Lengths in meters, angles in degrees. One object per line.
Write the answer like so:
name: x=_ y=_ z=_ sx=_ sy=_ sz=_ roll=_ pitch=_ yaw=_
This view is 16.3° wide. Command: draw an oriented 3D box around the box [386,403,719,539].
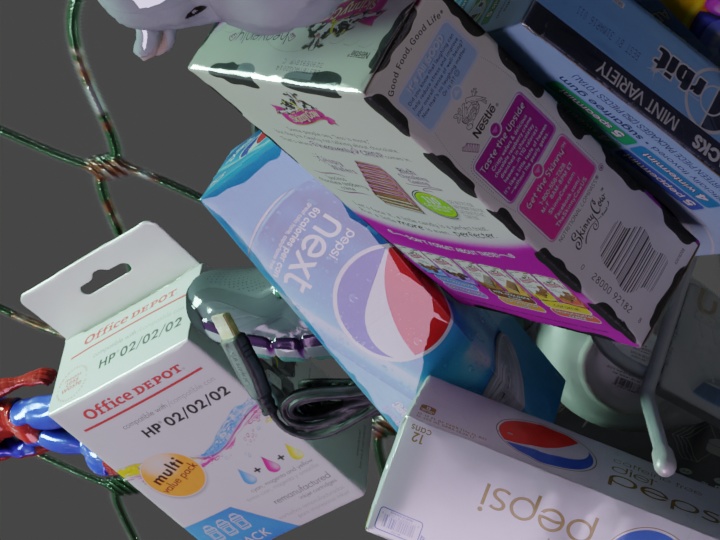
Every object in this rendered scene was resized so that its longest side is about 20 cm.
box: x=0.125 y=0.152 z=1.337 sx=0.199 sy=0.197 sz=0.118 roll=15 pitch=113 yaw=11

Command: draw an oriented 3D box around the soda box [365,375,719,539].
soda box: x=0.108 y=0.121 z=1.182 sx=0.199 sy=0.068 sz=0.064 roll=22 pitch=108 yaw=4

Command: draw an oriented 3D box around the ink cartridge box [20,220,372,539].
ink cartridge box: x=-0.100 y=0.074 z=1.471 sx=0.115 sy=0.068 sz=0.200 roll=-29 pitch=124 yaw=29

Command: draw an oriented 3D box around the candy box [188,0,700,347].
candy box: x=0.038 y=-0.051 z=1.110 sx=0.200 sy=0.061 sz=0.136 roll=40 pitch=164 yaw=-35

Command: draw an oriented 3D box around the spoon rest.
spoon rest: x=0.187 y=0.060 z=1.318 sx=0.199 sy=0.061 sz=0.100 roll=25 pitch=114 yaw=2

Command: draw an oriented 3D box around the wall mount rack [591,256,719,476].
wall mount rack: x=0.200 y=0.065 z=1.217 sx=0.199 sy=0.174 sz=0.075 roll=28 pitch=146 yaw=-9

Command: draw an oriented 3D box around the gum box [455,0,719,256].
gum box: x=0.097 y=-0.069 z=1.151 sx=0.170 sy=0.045 sz=0.200 roll=35 pitch=163 yaw=-20

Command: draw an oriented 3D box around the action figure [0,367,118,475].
action figure: x=-0.203 y=0.096 z=1.602 sx=0.199 sy=0.052 sz=0.066 roll=3 pitch=137 yaw=34

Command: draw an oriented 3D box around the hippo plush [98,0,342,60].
hippo plush: x=-0.061 y=-0.183 z=1.026 sx=0.199 sy=0.161 sz=0.160 roll=10 pitch=145 yaw=17

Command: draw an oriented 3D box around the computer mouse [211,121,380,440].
computer mouse: x=-0.020 y=-0.009 z=1.300 sx=0.140 sy=0.046 sz=0.201 roll=-19 pitch=108 yaw=21

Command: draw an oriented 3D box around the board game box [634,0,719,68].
board game box: x=0.200 y=-0.112 z=1.084 sx=0.200 sy=0.047 sz=0.151 roll=35 pitch=145 yaw=-18

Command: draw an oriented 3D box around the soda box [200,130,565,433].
soda box: x=0.014 y=0.011 z=1.236 sx=0.064 sy=0.068 sz=0.200 roll=-35 pitch=103 yaw=23

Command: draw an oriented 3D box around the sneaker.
sneaker: x=0.000 y=0.000 z=1.353 sx=0.199 sy=0.075 sz=0.088 roll=5 pitch=124 yaw=14
